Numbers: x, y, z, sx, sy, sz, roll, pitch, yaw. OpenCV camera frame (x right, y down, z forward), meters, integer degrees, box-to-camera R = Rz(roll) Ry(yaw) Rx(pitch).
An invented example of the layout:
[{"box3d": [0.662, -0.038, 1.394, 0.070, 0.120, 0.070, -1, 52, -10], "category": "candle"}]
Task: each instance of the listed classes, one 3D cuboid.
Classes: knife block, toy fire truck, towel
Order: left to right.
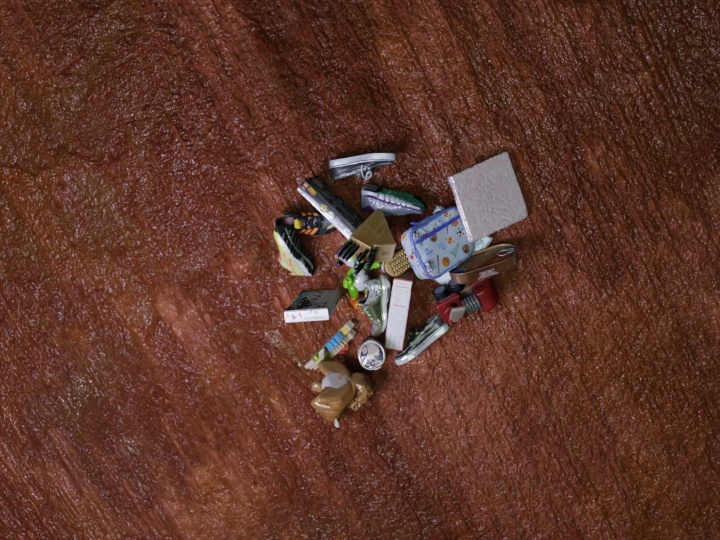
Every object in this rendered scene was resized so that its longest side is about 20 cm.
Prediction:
[{"box3d": [-0.001, -0.076, 1.448, 0.171, 0.202, 0.065, -2, 137, -17], "category": "knife block"}, {"box3d": [0.293, 0.086, 1.465, 0.173, 0.201, 0.130, -28, 115, 9], "category": "toy fire truck"}, {"box3d": [0.349, -0.201, 1.468, 0.197, 0.032, 0.195, -23, 96, -15], "category": "towel"}]

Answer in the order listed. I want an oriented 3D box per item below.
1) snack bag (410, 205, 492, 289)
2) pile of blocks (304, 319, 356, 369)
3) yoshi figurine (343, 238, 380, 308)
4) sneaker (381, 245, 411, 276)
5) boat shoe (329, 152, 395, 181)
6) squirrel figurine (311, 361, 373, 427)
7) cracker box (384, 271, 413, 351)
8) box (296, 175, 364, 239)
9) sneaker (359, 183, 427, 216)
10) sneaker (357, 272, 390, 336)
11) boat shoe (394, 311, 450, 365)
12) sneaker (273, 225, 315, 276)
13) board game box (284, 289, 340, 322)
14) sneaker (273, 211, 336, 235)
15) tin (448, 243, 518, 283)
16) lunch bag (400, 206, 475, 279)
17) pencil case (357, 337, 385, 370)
[{"box3d": [0.255, -0.055, 1.553, 0.186, 0.021, 0.203, 29, 106, 2], "category": "snack bag"}, {"box3d": [-0.081, 0.242, 1.623, 0.062, 0.082, 0.200, 44, 103, -2], "category": "pile of blocks"}, {"box3d": [0.003, 0.005, 1.537, 0.109, 0.113, 0.204, -4, 112, 19], "category": "yoshi figurine"}, {"box3d": [0.145, -0.055, 1.530, 0.197, 0.090, 0.076, -28, 101, -11], "category": "sneaker"}, {"box3d": [0.007, -0.289, 1.514, 0.194, 0.074, 0.070, -7, 96, 9], "category": "boat shoe"}, {"box3d": [-0.052, 0.384, 1.605, 0.195, 0.143, 0.190, -2, 130, -10], "category": "squirrel figurine"}, {"box3d": [0.111, 0.111, 1.546, 0.056, 0.134, 0.205, 9, 101, 5], "category": "cracker box"}, {"box3d": [-0.079, -0.182, 1.514, 0.200, 0.137, 0.040, 44, 107, -3], "category": "box"}, {"box3d": [0.093, -0.182, 1.537, 0.196, 0.075, 0.089, 19, 121, 10], "category": "sneaker"}, {"box3d": [0.032, 0.100, 1.535, 0.086, 0.077, 0.204, -1, 118, -10], "category": "sneaker"}, {"box3d": [0.172, 0.200, 1.591, 0.199, 0.071, 0.064, -40, 94, 5], "category": "boat shoe"}, {"box3d": [-0.210, -0.048, 1.557, 0.088, 0.079, 0.202, -7, 136, 23], "category": "sneaker"}, {"box3d": [-0.134, 0.099, 1.543, 0.123, 0.200, 0.035, -5, 103, 9], "category": "board game box"}, {"box3d": [-0.157, -0.135, 1.558, 0.195, 0.090, 0.072, 1, 101, 8], "category": "sneaker"}, {"box3d": [0.339, -0.019, 1.479, 0.196, 0.113, 0.043, -18, 117, 9], "category": "tin"}, {"box3d": [0.209, -0.077, 1.460, 0.198, 0.075, 0.163, -30, 101, -23], "category": "lunch bag"}, {"box3d": [0.035, 0.240, 1.545, 0.077, 0.200, 0.090, -35, 85, -1], "category": "pencil case"}]
